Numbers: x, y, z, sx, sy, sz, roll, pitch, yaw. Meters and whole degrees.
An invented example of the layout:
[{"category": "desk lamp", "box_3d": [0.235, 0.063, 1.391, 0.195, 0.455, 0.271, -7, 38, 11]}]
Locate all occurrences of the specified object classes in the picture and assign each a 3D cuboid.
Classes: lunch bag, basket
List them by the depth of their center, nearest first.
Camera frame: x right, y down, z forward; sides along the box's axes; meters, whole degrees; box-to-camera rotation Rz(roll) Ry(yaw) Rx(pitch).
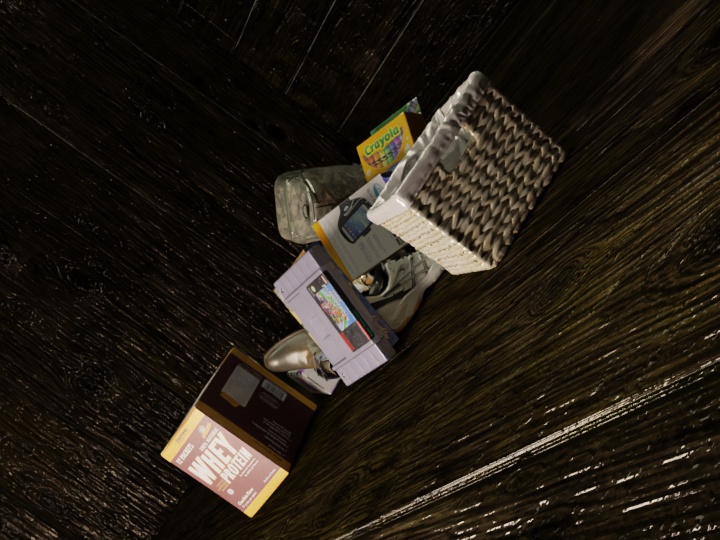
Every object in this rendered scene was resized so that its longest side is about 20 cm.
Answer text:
[{"category": "basket", "box_3d": [0.135, -0.116, 1.089, 0.199, 0.160, 0.200, -56, 5, -8]}, {"category": "lunch bag", "box_3d": [-0.041, -0.125, 1.548, 0.167, 0.199, 0.141, 18, 115, 60]}]

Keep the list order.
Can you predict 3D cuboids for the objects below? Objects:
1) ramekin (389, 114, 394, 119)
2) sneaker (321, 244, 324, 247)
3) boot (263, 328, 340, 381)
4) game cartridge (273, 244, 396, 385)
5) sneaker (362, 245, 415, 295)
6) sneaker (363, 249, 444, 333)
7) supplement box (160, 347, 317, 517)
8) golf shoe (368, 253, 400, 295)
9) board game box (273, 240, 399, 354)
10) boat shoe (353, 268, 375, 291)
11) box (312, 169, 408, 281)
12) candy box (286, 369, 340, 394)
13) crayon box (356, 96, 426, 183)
[{"category": "ramekin", "box_3d": [0.124, -0.190, 1.500, 0.200, 0.199, 0.106, -76, 11, -75]}, {"category": "sneaker", "box_3d": [-0.089, 0.042, 1.586, 0.201, 0.076, 0.111, -65, -10, 29]}, {"category": "boot", "box_3d": [-0.077, 0.148, 1.449, 0.198, 0.075, 0.097, -18, 21, 5]}, {"category": "game cartridge", "box_3d": [-0.042, 0.071, 1.262, 0.038, 0.201, 0.130, -34, -3, -36]}, {"category": "sneaker", "box_3d": [0.060, -0.025, 1.586, 0.200, 0.083, 0.121, -42, 17, 33]}, {"category": "sneaker", "box_3d": [0.077, -0.003, 1.306, 0.201, 0.087, 0.076, -55, 4, -16]}, {"category": "supplement box", "box_3d": [-0.212, 0.286, 1.493, 0.133, 0.197, 0.200, -52, 6, 27]}, {"category": "golf shoe", "box_3d": [0.038, 0.048, 1.424, 0.098, 0.078, 0.200, -59, 1, 39]}, {"category": "board game box", "box_3d": [-0.042, 0.069, 1.312, 0.035, 0.200, 0.136, -34, -9, -40]}, {"category": "boat shoe", "box_3d": [0.000, 0.000, 1.498, 0.068, 0.074, 0.201, 41, 104, 41]}, {"category": "box", "box_3d": [0.021, -0.074, 1.367, 0.199, 0.120, 0.041, -33, -4, 36]}, {"category": "candy box", "box_3d": [-0.058, 0.152, 1.621, 0.168, 0.071, 0.200, -57, 6, -14]}, {"category": "crayon box", "box_3d": [0.067, -0.173, 1.389, 0.051, 0.202, 0.125, -3, -20, -43]}]
